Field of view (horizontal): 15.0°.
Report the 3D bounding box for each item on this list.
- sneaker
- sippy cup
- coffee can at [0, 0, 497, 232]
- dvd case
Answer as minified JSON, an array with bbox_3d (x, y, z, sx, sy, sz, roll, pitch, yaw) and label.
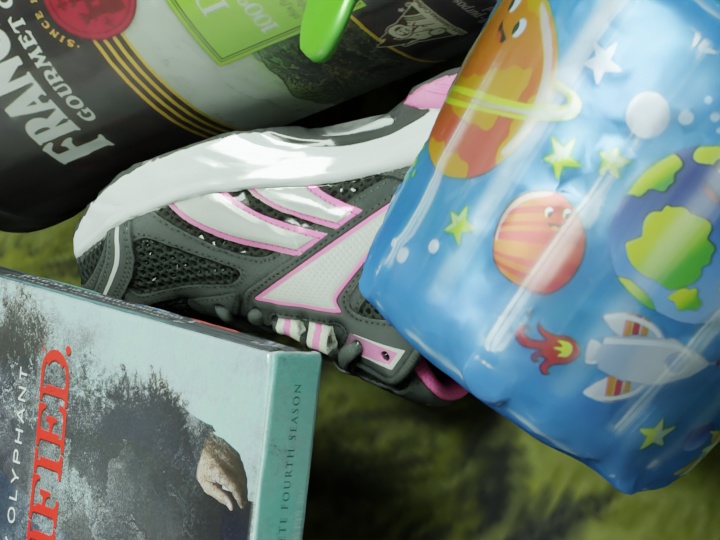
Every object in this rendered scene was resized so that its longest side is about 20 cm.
[{"bbox_3d":[0.000,0.000,0.791,0.200,0.080,0.087,-16,78,36],"label":"sneaker"},{"bbox_3d":[0.073,-0.021,0.679,0.178,0.140,0.130,37,97,17],"label":"sippy cup"},{"bbox_3d":[-0.044,-0.112,0.809,0.200,0.146,0.147,-20,65,28],"label":"coffee can"},{"bbox_3d":[-0.086,0.078,0.808,0.200,0.022,0.147,14,100,51],"label":"dvd case"}]
